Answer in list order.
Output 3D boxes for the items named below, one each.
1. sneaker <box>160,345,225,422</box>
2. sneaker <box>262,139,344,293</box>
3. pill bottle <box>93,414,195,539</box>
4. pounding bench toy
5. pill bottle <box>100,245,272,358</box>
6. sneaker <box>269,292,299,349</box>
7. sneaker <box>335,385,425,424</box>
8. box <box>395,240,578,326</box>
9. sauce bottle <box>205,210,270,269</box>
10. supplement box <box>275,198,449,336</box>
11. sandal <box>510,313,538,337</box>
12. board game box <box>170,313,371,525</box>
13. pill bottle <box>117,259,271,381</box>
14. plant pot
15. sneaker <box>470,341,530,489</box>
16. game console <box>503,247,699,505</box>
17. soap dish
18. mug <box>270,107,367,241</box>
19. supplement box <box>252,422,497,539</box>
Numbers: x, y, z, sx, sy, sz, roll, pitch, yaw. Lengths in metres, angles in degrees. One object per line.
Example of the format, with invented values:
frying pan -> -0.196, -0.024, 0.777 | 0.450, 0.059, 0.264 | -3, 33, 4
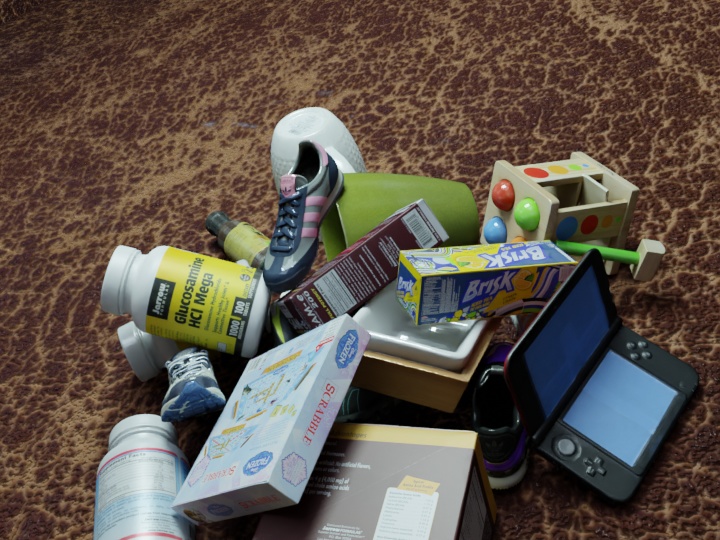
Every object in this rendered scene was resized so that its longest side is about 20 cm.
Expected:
sneaker -> -0.208, 0.134, 1.012 | 0.077, 0.200, 0.086 | -12, 80, -13
sneaker -> -0.084, -0.071, 1.032 | 0.070, 0.082, 0.201 | 0, 57, 27
pill bottle -> -0.243, 0.263, 0.946 | 0.108, 0.109, 0.200 | -19, 38, -1
pounding bench toy -> 0.264, -0.049, 1.065 | 0.155, 0.125, 0.200 | -9, 34, -24
pill bottle -> -0.215, 0.034, 1.054 | 0.199, 0.113, 0.113 | 14, 42, -4
sneaker -> -0.072, 0.063, 1.115 | 0.080, 0.074, 0.200 | -3, 21, 7
sneaker -> -0.010, 0.164, 0.998 | 0.199, 0.076, 0.079 | -23, 47, -22
box -> 0.145, 0.012, 0.968 | 0.199, 0.065, 0.070 | -4, 26, -19
sauce bottle -> -0.184, -0.041, 1.319 | 0.065, 0.065, 0.200 | -34, 43, -19
supplement box -> 0.000, 0.000, 1.010 | 0.200, 0.061, 0.109 | -36, 5, -14
sandal -> 0.239, 0.080, 0.997 | 0.079, 0.059, 0.207 | 2, 41, -14
board game box -> -0.094, 0.158, 0.874 | 0.200, 0.041, 0.200 | -28, 28, 48
pill bottle -> -0.226, 0.074, 1.162 | 0.199, 0.112, 0.111 | -25, 39, -7
plant pot -> 0.057, -0.060, 1.173 | 0.199, 0.188, 0.187 | -12, 37, -11
sneaker -> 0.161, 0.135, 0.941 | 0.069, 0.100, 0.201 | -5, 37, 15
game console -> 0.261, 0.108, 0.885 | 0.172, 0.119, 0.200 | 33, 59, 20
soap dish -> 0.074, 0.079, 0.984 | 0.156, 0.082, 0.200 | 13, 26, 18
mug -> -0.052, -0.148, 1.305 | 0.147, 0.176, 0.200 | -33, 41, -17
supplement box -> 0.014, 0.270, 0.815 | 0.196, 0.133, 0.201 | 0, 42, 22
